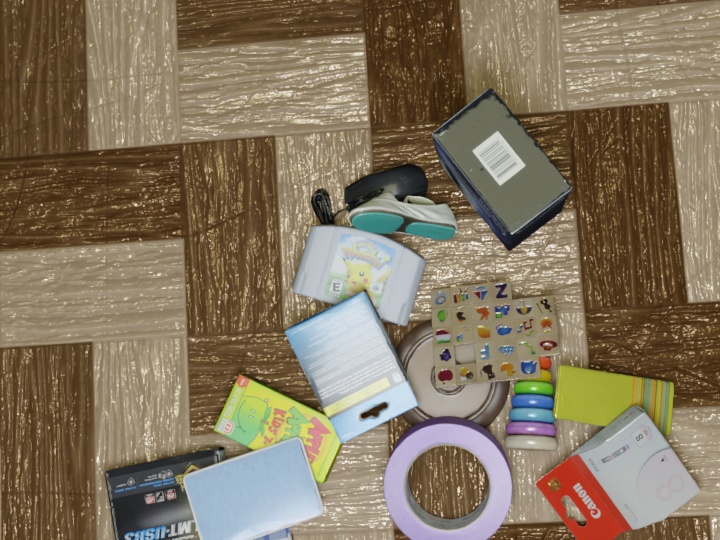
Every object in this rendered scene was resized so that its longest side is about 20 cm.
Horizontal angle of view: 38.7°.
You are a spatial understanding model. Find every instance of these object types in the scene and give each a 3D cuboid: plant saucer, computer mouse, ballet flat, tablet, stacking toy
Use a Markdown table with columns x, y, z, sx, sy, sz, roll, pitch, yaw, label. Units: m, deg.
| x | y | z | sx | sy | sz | roll | pitch | yaw | label |
| --- | --- | --- | --- | --- | --- | --- | --- | --- | --- |
| 0.144 | 0.174 | 1.664 | 0.199 | 0.032 | 0.201 | -1 | 82 | 5 | plant saucer |
| 0.023 | -0.095 | 1.703 | 0.199 | 0.046 | 0.141 | -16 | 81 | 4 | computer mouse |
| 0.065 | -0.093 | 1.661 | 0.199 | 0.069 | 0.070 | 7 | 82 | -26 | ballet flat |
| -0.169 | 0.355 | 1.619 | 0.199 | 0.014 | 0.131 | -18 | 79 | -6 | tablet |
| 0.273 | 0.184 | 1.628 | 0.085 | 0.085 | 0.201 | 2 | 78 | 6 | stacking toy |

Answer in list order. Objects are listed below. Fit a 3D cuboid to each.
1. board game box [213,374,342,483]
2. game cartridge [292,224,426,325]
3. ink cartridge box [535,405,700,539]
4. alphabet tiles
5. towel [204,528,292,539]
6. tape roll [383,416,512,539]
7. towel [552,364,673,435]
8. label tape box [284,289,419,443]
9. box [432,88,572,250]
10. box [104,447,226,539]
| x | y | z | sx | sy | sz | roll | pitch | yaw | label |
| --- | --- | --- | --- | --- | --- | --- | --- | --- | --- |
| -0.127 | 0.257 | 1.674 | 0.199 | 0.048 | 0.102 | 24 | 86 | 9 | board game box |
| 0.000 | 0.000 | 1.678 | 0.199 | 0.040 | 0.134 | 16 | 92 | 0 | game cartridge |
| 0.399 | 0.333 | 1.584 | 0.200 | 0.057 | 0.163 | -38 | 100 | -4 | ink cartridge box |
| 0.214 | 0.097 | 1.634 | 0.199 | 0.008 | 0.168 | -7 | 65 | 11 | alphabet tiles |
| -0.166 | 0.496 | 1.630 | 0.146 | 0.024 | 0.201 | -8 | 81 | -24 | towel |
| 0.138 | 0.334 | 1.611 | 0.199 | 0.066 | 0.201 | 0 | 92 | 7 | tape roll |
| 0.398 | 0.204 | 1.609 | 0.199 | 0.018 | 0.086 | 10 | 80 | -12 | towel |
| -0.012 | 0.152 | 1.637 | 0.144 | 0.063 | 0.201 | -26 | 90 | 3 | label tape box |
| 0.220 | -0.151 | 1.611 | 0.123 | 0.198 | 0.200 | -37 | 80 | 3 | box |
| -0.304 | 0.406 | 1.675 | 0.199 | 0.050 | 0.199 | -11 | 81 | 5 | box |
